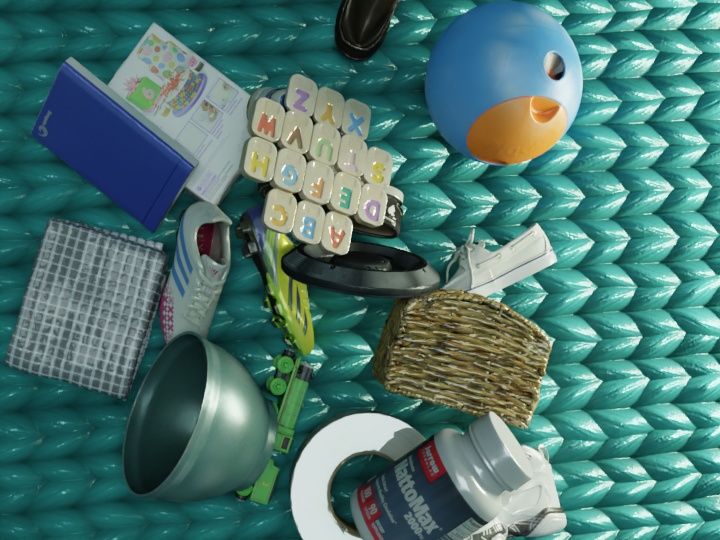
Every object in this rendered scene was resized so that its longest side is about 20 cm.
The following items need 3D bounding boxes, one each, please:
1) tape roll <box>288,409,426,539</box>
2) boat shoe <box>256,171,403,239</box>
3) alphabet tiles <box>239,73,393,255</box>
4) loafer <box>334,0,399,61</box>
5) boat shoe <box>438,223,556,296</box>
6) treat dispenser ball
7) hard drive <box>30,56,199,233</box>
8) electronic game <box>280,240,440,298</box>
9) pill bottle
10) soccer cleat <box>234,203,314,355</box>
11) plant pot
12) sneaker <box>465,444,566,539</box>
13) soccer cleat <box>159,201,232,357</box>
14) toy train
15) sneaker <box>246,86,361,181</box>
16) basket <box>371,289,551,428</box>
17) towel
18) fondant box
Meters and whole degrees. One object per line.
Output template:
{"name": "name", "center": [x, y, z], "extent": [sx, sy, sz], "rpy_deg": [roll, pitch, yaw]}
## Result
{"name": "tape roll", "center": [0.007, 0.281, 1.385], "extent": [0.198, 0.071, 0.207], "rpy_deg": [0, 86, -6]}
{"name": "boat shoe", "center": [-0.038, -0.084, 1.389], "extent": [0.197, 0.074, 0.061], "rpy_deg": [12, 63, -20]}
{"name": "alphabet tiles", "center": [-0.048, -0.128, 1.299], "extent": [0.197, 0.015, 0.199], "rpy_deg": [20, 71, -28]}
{"name": "loafer", "center": [0.021, -0.374, 1.424], "extent": [0.072, 0.071, 0.203], "rpy_deg": [21, 85, -4]}
{"name": "boat shoe", "center": [0.155, -0.011, 1.415], "extent": [0.199, 0.075, 0.087], "rpy_deg": [-25, 90, -8]}
{"name": "treat dispenser ball", "center": [0.179, -0.235, 1.367], "extent": [0.197, 0.201, 0.205], "rpy_deg": [0, 87, -5]}
{"name": "hard drive", "center": [-0.308, -0.153, 1.357], "extent": [0.199, 0.132, 0.025], "rpy_deg": [39, 40, -4]}
{"name": "electronic game", "center": [0.000, 0.000, 1.331], "extent": [0.196, 0.200, 0.042], "rpy_deg": [6, 103, -5]}
{"name": "pill bottle", "center": [0.097, 0.258, 1.275], "extent": [0.199, 0.120, 0.120], "rpy_deg": [-37, 90, 11]}
{"name": "soccer cleat", "center": [-0.092, 0.008, 1.397], "extent": [0.083, 0.065, 0.203], "rpy_deg": [-23, 92, -20]}
{"name": "plant pot", "center": [-0.185, 0.193, 1.326], "extent": [0.133, 0.199, 0.203], "rpy_deg": [25, 84, -31]}
{"name": "sneaker", "center": [0.172, 0.286, 1.383], "extent": [0.197, 0.075, 0.117], "rpy_deg": [-2, 81, -30]}
{"name": "soccer cleat", "center": [-0.202, 0.017, 1.351], "extent": [0.069, 0.086, 0.204], "rpy_deg": [0, 102, -38]}
{"name": "toy train", "center": [-0.110, 0.202, 1.395], "extent": [0.056, 0.042, 0.203], "rpy_deg": [20, 85, -14]}
{"name": "sneaker", "center": [-0.051, -0.160, 1.369], "extent": [0.198, 0.088, 0.076], "rpy_deg": [29, 78, -31]}
{"name": "basket", "center": [0.125, 0.099, 1.364], "extent": [0.196, 0.149, 0.145], "rpy_deg": [15, 89, -4]}
{"name": "towel", "center": [-0.339, 0.044, 1.358], "extent": [0.163, 0.086, 0.204], "rpy_deg": [15, 85, -5]}
{"name": "fondant box", "center": [-0.227, -0.195, 1.397], "extent": [0.199, 0.058, 0.145], "rpy_deg": [36, 84, -4]}
